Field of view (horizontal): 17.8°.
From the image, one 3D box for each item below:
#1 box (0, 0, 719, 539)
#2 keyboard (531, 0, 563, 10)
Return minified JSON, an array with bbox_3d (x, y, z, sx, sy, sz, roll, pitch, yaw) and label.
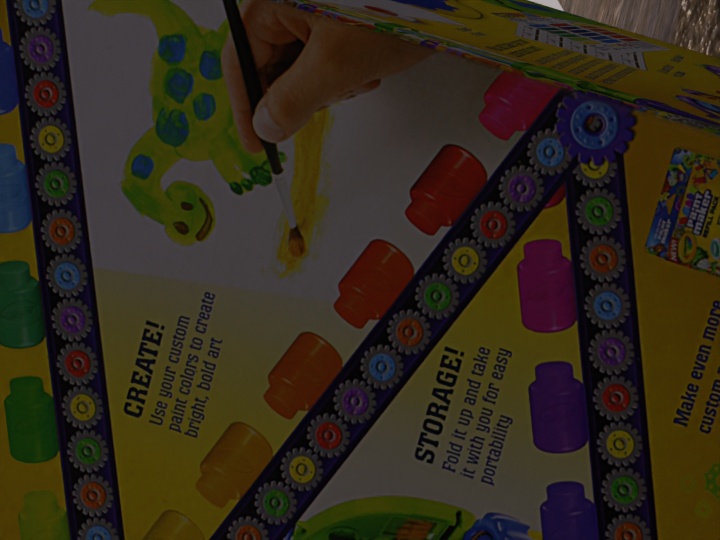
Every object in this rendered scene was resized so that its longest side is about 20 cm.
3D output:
[{"bbox_3d":[0.000,0.000,0.484,0.200,0.191,0.123,-31,138,-75],"label":"box"},{"bbox_3d":[0.034,-0.038,0.816,0.011,0.056,0.200,-24,-162,43],"label":"keyboard"}]
